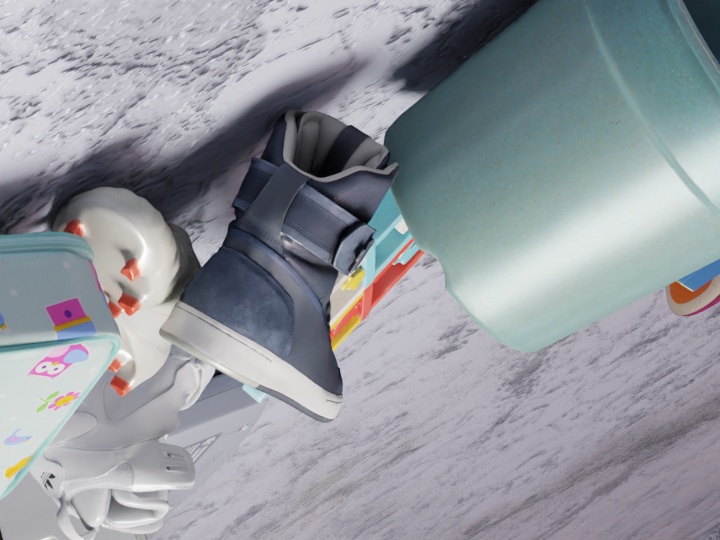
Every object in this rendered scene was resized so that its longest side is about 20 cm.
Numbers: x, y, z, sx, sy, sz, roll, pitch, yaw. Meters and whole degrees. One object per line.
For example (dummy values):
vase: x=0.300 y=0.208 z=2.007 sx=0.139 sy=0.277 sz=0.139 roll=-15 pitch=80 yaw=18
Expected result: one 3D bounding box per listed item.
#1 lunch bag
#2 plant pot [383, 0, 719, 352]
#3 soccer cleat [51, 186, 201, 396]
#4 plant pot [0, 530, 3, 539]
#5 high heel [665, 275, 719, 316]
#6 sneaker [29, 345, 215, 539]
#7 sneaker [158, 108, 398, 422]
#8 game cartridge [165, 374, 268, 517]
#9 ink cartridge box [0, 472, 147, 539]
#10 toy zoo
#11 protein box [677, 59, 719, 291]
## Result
lunch bag: x=-0.212 y=0.057 z=1.352 sx=0.160 sy=0.077 sz=0.200 roll=-9 pitch=155 yaw=-37
plant pot: x=0.130 y=-0.068 z=1.467 sx=0.196 sy=0.201 sz=0.200 roll=-32 pitch=166 yaw=21
soccer cleat: x=-0.117 y=-0.004 z=1.429 sx=0.078 sy=0.069 sz=0.200 roll=-52 pitch=169 yaw=-21
plant pot: x=-0.300 y=0.208 z=1.503 sx=0.200 sy=0.178 sz=0.199 roll=-40 pitch=163 yaw=31
high heel: x=0.321 y=-0.031 z=2.197 sx=0.096 sy=0.068 sz=0.200 roll=-7 pitch=150 yaw=-36
sneaker: x=-0.115 y=0.081 z=1.584 sx=0.199 sy=0.115 sz=0.075 roll=-22 pitch=163 yaw=-34
sneaker: x=-0.026 y=-0.002 z=1.470 sx=0.147 sy=0.077 sz=0.202 roll=-63 pitch=165 yaw=-4
game cartridge: x=-0.146 y=0.134 z=1.855 sx=0.133 sy=0.041 sz=0.200 roll=-15 pitch=158 yaw=-40
ink cartridge box: x=-0.203 y=0.191 z=1.746 sx=0.144 sy=0.084 sz=0.200 roll=-19 pitch=158 yaw=-7
toy zoo: x=0.000 y=0.000 z=1.632 sx=0.200 sy=0.020 sz=0.131 roll=-47 pitch=169 yaw=-14
protein box: x=0.226 y=-0.105 z=1.639 sx=0.198 sy=0.135 sz=0.200 roll=-34 pitch=165 yaw=10
